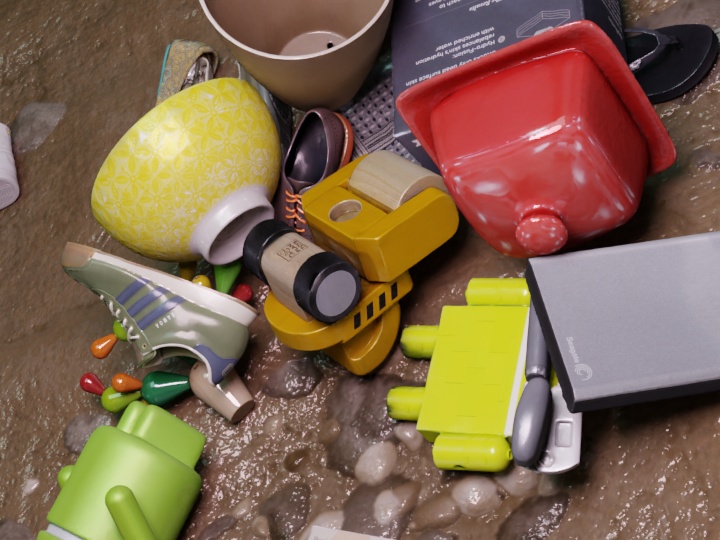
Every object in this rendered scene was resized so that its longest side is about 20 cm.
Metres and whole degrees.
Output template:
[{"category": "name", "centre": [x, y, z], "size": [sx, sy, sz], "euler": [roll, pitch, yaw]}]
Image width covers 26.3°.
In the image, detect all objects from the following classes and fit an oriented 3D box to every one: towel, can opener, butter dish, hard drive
[{"category": "towel", "centre": [0.046, -0.138, 1.535], "size": [0.192, 0.035, 0.201], "euler": [-37, 51, 6]}, {"category": "can opener", "centre": [0.161, 0.075, 1.283], "size": [0.052, 0.067, 0.202], "euler": [1, 58, 14]}, {"category": "butter dish", "centre": [0.151, -0.080, 1.300], "size": [0.198, 0.200, 0.149], "euler": [-19, 47, 26]}, {"category": "hard drive", "centre": [0.247, 0.039, 1.263], "size": [0.197, 0.033, 0.141], "euler": [-8, 54, -9]}]

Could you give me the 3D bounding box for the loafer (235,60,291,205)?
[{"category": "loafer", "centre": [-0.111, -0.147, 1.601], "size": [0.069, 0.075, 0.202], "euler": [-19, 55, 12]}]

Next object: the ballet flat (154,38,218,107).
[{"category": "ballet flat", "centre": [-0.196, -0.164, 1.669], "size": [0.070, 0.071, 0.202], "euler": [-2, 61, 27]}]

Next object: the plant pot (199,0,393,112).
[{"category": "plant pot", "centre": [-0.051, -0.236, 1.469], "size": [0.185, 0.200, 0.190], "euler": [-1, 68, 4]}]

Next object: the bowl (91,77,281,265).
[{"category": "bowl", "centre": [-0.142, -0.071, 1.450], "size": [0.200, 0.200, 0.108], "euler": [-42, 69, 0]}]

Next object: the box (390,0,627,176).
[{"category": "box", "centre": [0.137, -0.206, 1.431], "size": [0.195, 0.117, 0.202], "euler": [-17, 55, 26]}]

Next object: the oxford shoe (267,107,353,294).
[{"category": "oxford shoe", "centre": [-0.061, -0.060, 1.492], "size": [0.070, 0.072, 0.203], "euler": [10, 89, 17]}]

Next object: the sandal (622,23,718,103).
[{"category": "sandal", "centre": [0.238, -0.194, 1.456], "size": [0.198, 0.043, 0.077], "euler": [-8, 58, 25]}]

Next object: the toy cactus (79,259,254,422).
[{"category": "toy cactus", "centre": [-0.167, 0.084, 1.501], "size": [0.200, 0.102, 0.165], "euler": [-44, 70, -4]}]

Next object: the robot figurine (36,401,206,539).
[{"category": "robot figurine", "centre": [-0.222, 0.224, 1.416], "size": [0.175, 0.115, 0.202], "euler": [3, 62, 60]}]

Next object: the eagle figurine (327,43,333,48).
[{"category": "eagle figurine", "centre": [-0.028, -0.302, 1.582], "size": [0.198, 0.154, 0.151], "euler": [-16, 10, -20]}]

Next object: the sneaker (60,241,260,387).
[{"category": "sneaker", "centre": [-0.199, 0.045, 1.436], "size": [0.198, 0.067, 0.091], "euler": [19, 84, 8]}]

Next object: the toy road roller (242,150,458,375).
[{"category": "toy road roller", "centre": [0.000, 0.000, 1.420], "size": [0.199, 0.147, 0.123], "euler": [-37, 39, -19]}]

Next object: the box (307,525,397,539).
[{"category": "box", "centre": [-0.016, 0.323, 1.269], "size": [0.094, 0.078, 0.202], "euler": [2, 64, 31]}]

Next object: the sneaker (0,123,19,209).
[{"category": "sneaker", "centre": [-0.491, -0.105, 1.794], "size": [0.198, 0.074, 0.117], "euler": [-19, 53, 6]}]

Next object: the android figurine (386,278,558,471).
[{"category": "android figurine", "centre": [0.120, 0.092, 1.356], "size": [0.198, 0.041, 0.184], "euler": [1, 63, 31]}]
